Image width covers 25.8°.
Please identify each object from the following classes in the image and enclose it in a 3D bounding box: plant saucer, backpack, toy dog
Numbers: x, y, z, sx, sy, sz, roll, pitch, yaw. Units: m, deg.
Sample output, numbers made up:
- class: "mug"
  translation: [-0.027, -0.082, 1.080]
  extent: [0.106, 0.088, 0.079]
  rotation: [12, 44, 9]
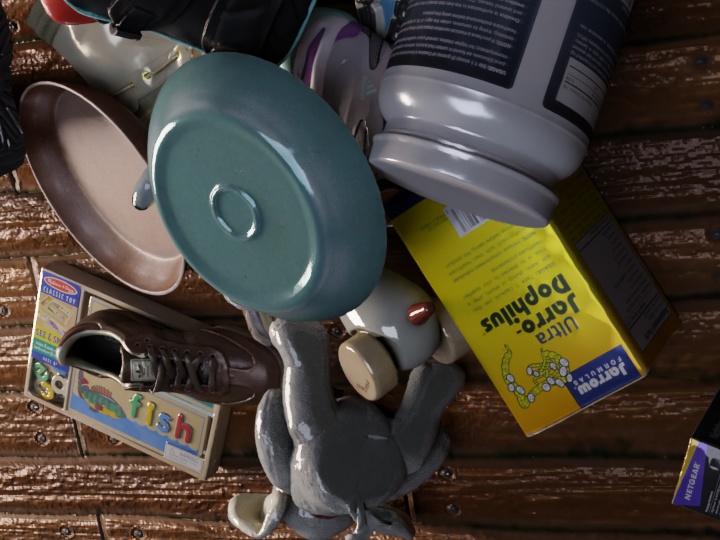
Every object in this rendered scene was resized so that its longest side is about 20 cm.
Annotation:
- class: "plant saucer"
  translation: [-0.074, -0.045, 1.044]
  extent: [0.199, 0.036, 0.201]
  rotation: [22, 131, 27]
- class: "backpack"
  translation: [-0.089, -0.254, 1.026]
  extent: [0.175, 0.154, 0.200]
  rotation: [19, 132, -19]
- class: "toy dog"
  translation: [0.000, 0.000, 1.164]
  extent: [0.199, 0.132, 0.096]
  rotation: [35, 148, 5]
- class: "plant saucer"
  translation: [-0.202, -0.072, 1.282]
  extent: [0.200, 0.034, 0.201]
  rotation: [33, 145, 27]

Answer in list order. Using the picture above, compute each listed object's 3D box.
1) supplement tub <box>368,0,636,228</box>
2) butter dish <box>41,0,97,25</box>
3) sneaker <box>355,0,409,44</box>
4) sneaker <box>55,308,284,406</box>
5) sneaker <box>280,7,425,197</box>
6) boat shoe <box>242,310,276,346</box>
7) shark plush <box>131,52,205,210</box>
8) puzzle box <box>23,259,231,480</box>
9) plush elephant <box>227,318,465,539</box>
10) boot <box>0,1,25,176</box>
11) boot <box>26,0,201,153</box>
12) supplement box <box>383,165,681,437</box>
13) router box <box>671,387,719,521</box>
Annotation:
- class: "supplement tub"
  translation: [0.093, -0.142, 1.001]
  extent: [0.139, 0.140, 0.201]
  rotation: [18, 85, 20]
- class: "butter dish"
  translation: [-0.161, -0.310, 1.162]
  extent: [0.198, 0.148, 0.201]
  rotation: [-13, 123, 0]
- class: "sneaker"
  translation: [0.044, -0.163, 1.145]
  extent: [0.078, 0.090, 0.201]
  rotation: [39, 141, 26]
- class: "sneaker"
  translation: [-0.159, 0.082, 1.299]
  extent: [0.198, 0.075, 0.071]
  rotation: [8, 110, 24]
- class: "sneaker"
  translation: [-0.014, -0.069, 1.092]
  extent: [0.139, 0.078, 0.201]
  rotation: [27, 105, 25]
- class: "boat shoe"
  translation: [-0.082, -0.043, 1.260]
  extent: [0.071, 0.076, 0.202]
  rotation: [-18, 98, -4]
- class: "shark plush"
  translation: [-0.096, -0.108, 1.159]
  extent: [0.090, 0.083, 0.201]
  rotation: [15, 97, -25]
- class: "puzzle box"
  translation: [-0.201, 0.086, 1.380]
  extent: [0.199, 0.025, 0.134]
  rotation: [21, 114, 18]
- class: "plush elephant"
  translation: [-0.021, 0.154, 1.255]
  extent: [0.155, 0.163, 0.202]
  rotation: [150, 128, -65]
- class: "boot"
  translation: [-0.362, -0.150, 1.336]
  extent: [0.199, 0.065, 0.166]
  rotation: [-3, 94, 53]
- class: "boot"
  translation: [-0.166, -0.203, 1.235]
  extent: [0.200, 0.072, 0.155]
  rotation: [-39, 92, 35]
- class: "supplement box"
  translation: [0.126, -0.003, 1.141]
  extent: [0.109, 0.109, 0.201]
  rotation: [-32, 91, 30]
- class: "router box"
  translation: [0.309, 0.120, 1.041]
  extent: [0.156, 0.200, 0.053]
  rotation: [18, 114, 18]
